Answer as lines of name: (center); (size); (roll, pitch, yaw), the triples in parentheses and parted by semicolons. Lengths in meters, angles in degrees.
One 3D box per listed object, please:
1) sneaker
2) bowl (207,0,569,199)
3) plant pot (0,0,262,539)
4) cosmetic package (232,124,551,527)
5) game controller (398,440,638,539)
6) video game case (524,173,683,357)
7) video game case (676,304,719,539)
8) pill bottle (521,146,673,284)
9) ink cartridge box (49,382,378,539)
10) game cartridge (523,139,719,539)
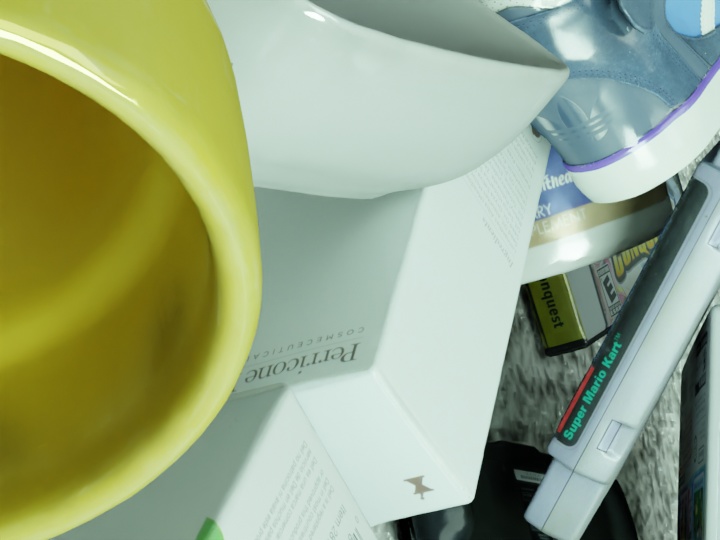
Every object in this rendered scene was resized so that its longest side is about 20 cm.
sneaker: (0.100, -0.133, 0.853); (0.147, 0.080, 0.200); (57, 40, -17)
bowl: (-0.050, -0.092, 0.721); (0.200, 0.075, 0.199); (39, 17, 25)
plant pot: (-0.131, -0.057, 0.520); (0.201, 0.200, 0.189); (42, 29, -44)
cosmetic package: (0.000, 0.000, 0.804); (0.071, 0.101, 0.200); (55, 33, -32)
game controller: (0.075, 0.126, 0.949); (0.200, 0.042, 0.105); (18, 46, -57)
video game case: (0.115, -0.065, 1.117); (0.200, 0.025, 0.181); (-24, 97, -61)
video game case: (0.161, 0.121, 0.988); (0.200, 0.024, 0.183); (65, 27, -79)
pill bottle: (0.056, -0.097, 0.941); (0.111, 0.111, 0.201); (-24, 97, -61)
ink cartridge box: (-0.031, 0.162, 0.682); (0.200, 0.084, 0.146); (62, 31, -24)
game cartridge: (0.132, 0.011, 0.917); (0.201, 0.038, 0.130); (-64, 166, 16)
